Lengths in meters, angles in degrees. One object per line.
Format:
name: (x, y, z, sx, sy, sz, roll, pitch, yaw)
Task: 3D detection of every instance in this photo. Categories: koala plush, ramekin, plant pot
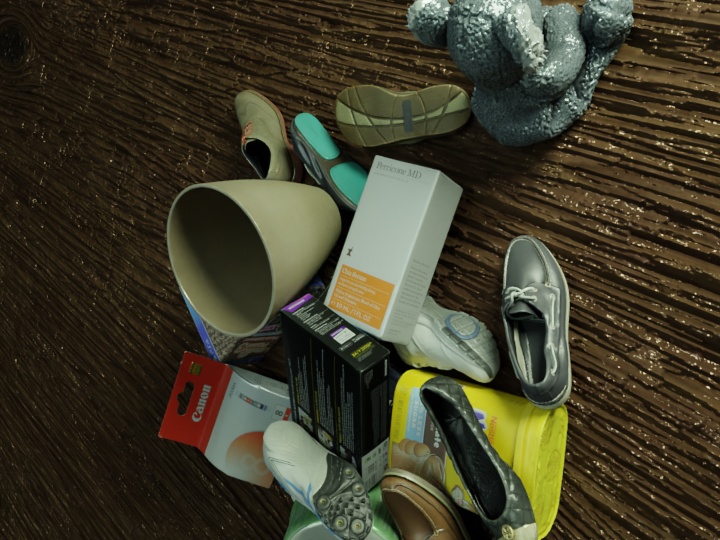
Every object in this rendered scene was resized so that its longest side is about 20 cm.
koala plush: (0.156, -0.234, 0.639, 0.176, 0.198, 0.188, 30, 108, 34)
ramekin: (-0.011, 0.368, 0.783, 0.194, 0.098, 0.206, 3, 104, 11)
plant pot: (-0.117, -0.043, 0.803, 0.184, 0.199, 0.192, 15, 118, 31)

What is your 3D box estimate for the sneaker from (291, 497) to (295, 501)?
sneaker: (-0.015, 0.321, 0.861, 0.200, 0.070, 0.101, -44, 68, 34)

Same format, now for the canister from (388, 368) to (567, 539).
canister: (0.133, 0.209, 0.729, 0.197, 0.085, 0.153, 9, 96, 40)

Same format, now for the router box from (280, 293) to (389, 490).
router box: (-0.030, 0.151, 0.747, 0.148, 0.050, 0.204, 31, 135, 39)

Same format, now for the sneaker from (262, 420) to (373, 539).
sneaker: (-0.051, 0.257, 0.737, 0.199, 0.071, 0.074, 32, 142, 44)

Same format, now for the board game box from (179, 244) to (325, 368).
board game box: (-0.177, 0.027, 0.970, 0.200, 0.096, 0.161, -47, 63, 28)

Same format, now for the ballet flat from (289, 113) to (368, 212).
ballet flat: (-0.039, -0.140, 0.888, 0.073, 0.072, 0.201, -48, 68, 27)

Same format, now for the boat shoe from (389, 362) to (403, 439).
boat shoe: (-0.009, 0.152, 0.862, 0.197, 0.074, 0.095, 25, 88, 36)

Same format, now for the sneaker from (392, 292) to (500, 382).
sneaker: (0.094, 0.089, 0.779, 0.199, 0.073, 0.089, 33, 118, 42)

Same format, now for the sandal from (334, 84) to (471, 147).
sandal: (0.056, -0.207, 0.818, 0.195, 0.054, 0.083, 2, 97, 24)

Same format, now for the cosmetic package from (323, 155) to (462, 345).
cosmetic package: (0.038, -0.025, 0.745, 0.100, 0.071, 0.205, 19, 90, 35)

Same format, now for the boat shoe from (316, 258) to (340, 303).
boat shoe: (0.000, 0.000, 0.850, 0.200, 0.071, 0.067, -42, 60, 25)

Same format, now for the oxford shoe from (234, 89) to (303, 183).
oxford shoe: (-0.161, -0.218, 0.972, 0.071, 0.074, 0.202, -47, 62, 29)

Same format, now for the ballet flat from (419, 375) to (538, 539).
ballet flat: (0.119, 0.207, 0.648, 0.067, 0.056, 0.203, -46, 61, 32)

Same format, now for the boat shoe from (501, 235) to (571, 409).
boat shoe: (0.189, 0.043, 0.667, 0.071, 0.063, 0.205, -16, 60, 27)

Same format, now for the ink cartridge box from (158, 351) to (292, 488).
ink cartridge box: (-0.202, 0.232, 0.946, 0.050, 0.195, 0.165, -106, 37, -70)

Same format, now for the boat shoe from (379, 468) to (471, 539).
boat shoe: (0.086, 0.319, 0.711, 0.071, 0.068, 0.201, -25, 110, 46)
